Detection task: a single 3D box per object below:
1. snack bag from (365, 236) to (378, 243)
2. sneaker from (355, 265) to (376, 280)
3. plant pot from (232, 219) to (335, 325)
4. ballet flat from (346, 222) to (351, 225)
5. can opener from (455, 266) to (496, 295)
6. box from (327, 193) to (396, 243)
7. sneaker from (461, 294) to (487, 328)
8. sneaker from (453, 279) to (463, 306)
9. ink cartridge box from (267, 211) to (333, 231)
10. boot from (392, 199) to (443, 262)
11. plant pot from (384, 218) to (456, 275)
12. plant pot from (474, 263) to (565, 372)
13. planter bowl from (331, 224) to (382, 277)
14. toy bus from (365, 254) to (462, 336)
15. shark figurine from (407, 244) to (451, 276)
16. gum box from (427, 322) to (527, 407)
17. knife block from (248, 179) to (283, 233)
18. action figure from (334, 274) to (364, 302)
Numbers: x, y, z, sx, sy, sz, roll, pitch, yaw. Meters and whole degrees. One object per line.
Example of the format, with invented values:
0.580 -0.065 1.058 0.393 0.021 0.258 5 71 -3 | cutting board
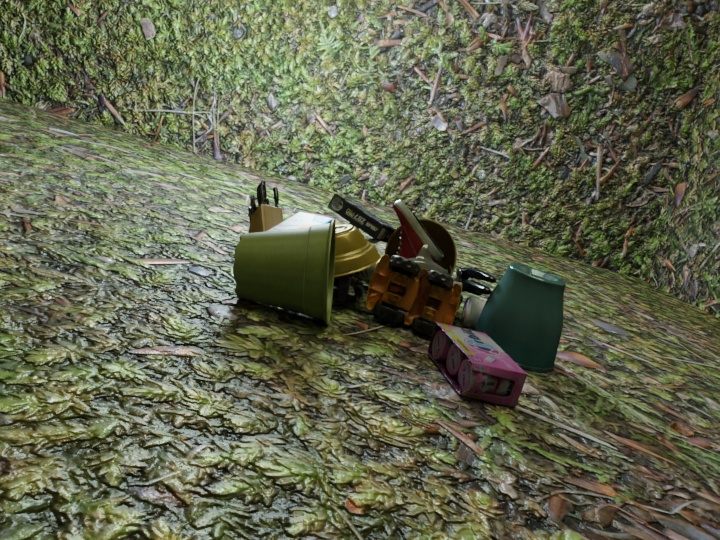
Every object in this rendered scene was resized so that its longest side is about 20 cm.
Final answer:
-0.052 -0.053 1.646 0.194 0.022 0.188 -14 -2 15 | snack bag
0.000 0.000 1.609 0.072 0.074 0.198 -32 23 -25 | sneaker
-0.146 -0.004 1.227 0.184 0.207 0.200 4 12 1 | plant pot
-0.058 -0.081 1.788 0.070 0.070 0.200 -15 -7 -18 | ballet flat
0.275 0.023 1.494 0.076 0.065 0.200 15 -3 -8 | can opener
0.013 -0.138 1.692 0.160 0.050 0.199 37 9 14 | box
0.311 0.104 1.543 0.097 0.077 0.198 16 11 29 | sneaker
0.208 0.085 1.533 0.073 0.089 0.200 11 -13 13 | sneaker
-0.160 -0.068 1.510 0.112 0.070 0.199 12 32 31 | ink cartridge box
0.108 -0.072 1.644 0.203 0.143 0.072 58 16 21 | boot
0.173 -0.023 1.725 0.195 0.205 0.142 19 -6 17 | plant pot
0.366 0.094 1.409 0.194 0.193 0.200 14 12 -3 | plant pot
-0.052 -0.052 1.413 0.194 0.086 0.201 -11 14 3 | planter bowl
0.120 0.061 1.421 0.195 0.139 0.192 20 -3 6 | toy bus
0.170 -0.014 1.528 0.210 0.092 0.127 11 -15 -32 | shark figurine
0.211 0.171 1.156 0.110 0.068 0.200 14 13 -16 | gum box
-0.234 -0.128 1.607 0.062 0.181 0.199 7 15 -31 | knife block
-0.055 0.030 1.434 0.126 0.072 0.200 10 8 4 | action figure
